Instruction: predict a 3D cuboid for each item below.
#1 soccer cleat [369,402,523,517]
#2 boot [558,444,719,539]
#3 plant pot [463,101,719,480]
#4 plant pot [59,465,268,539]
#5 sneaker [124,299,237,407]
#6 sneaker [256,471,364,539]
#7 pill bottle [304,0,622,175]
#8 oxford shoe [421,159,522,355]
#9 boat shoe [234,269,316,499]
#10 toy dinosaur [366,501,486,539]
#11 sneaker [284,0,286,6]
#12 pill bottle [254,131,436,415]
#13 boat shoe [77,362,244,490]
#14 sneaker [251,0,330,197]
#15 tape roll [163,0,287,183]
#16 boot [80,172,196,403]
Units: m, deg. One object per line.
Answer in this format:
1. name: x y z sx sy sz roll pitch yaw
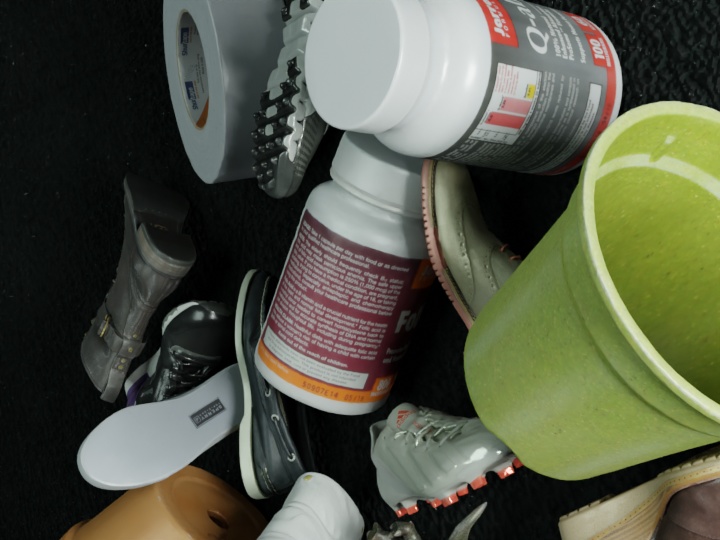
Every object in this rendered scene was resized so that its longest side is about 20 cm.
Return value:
1. soccer cleat: 0.052 0.128 0.900 0.078 0.069 0.200 66 155 8
2. boot: 0.222 0.195 0.751 0.200 0.072 0.166 -36 73 41
3. plant pot: 0.162 0.035 0.740 0.184 0.200 0.200 -45 54 51
4. plant pot: -0.163 0.266 1.101 0.140 0.200 0.200 -51 49 12
5. sneaker: -0.164 0.108 1.175 0.200 0.076 0.088 -52 32 45
6. sneaker: -0.021 0.260 1.015 0.074 0.116 0.200 -2 120 24
7. pill bottle: 0.070 -0.128 0.830 0.116 0.200 0.116 -4 85 49
8. oxford shoe: 0.100 0.006 0.878 0.074 0.071 0.200 -18 95 27
9. boat shoe: -0.066 0.094 1.082 0.066 0.075 0.199 -7 72 20
10. toy dinosaur: 0.044 0.236 0.937 0.200 0.102 0.077 -53 13 18
11. sneaker: -0.041 -0.230 1.076 0.112 0.078 0.200 -177 81 -67
12. pill bottle: 0.000 0.000 0.970 0.114 0.114 0.200 40 118 43
13. boat shoe: -0.161 0.141 1.096 0.069 0.200 0.057 60 142 8
14. sneaker: -0.025 -0.147 0.975 0.066 0.090 0.200 -11 65 61
15. tape roll: -0.118 -0.180 1.102 0.200 0.066 0.200 171 90 -70
16. boot: -0.232 0.012 1.232 0.174 0.069 0.200 -58 27 22
